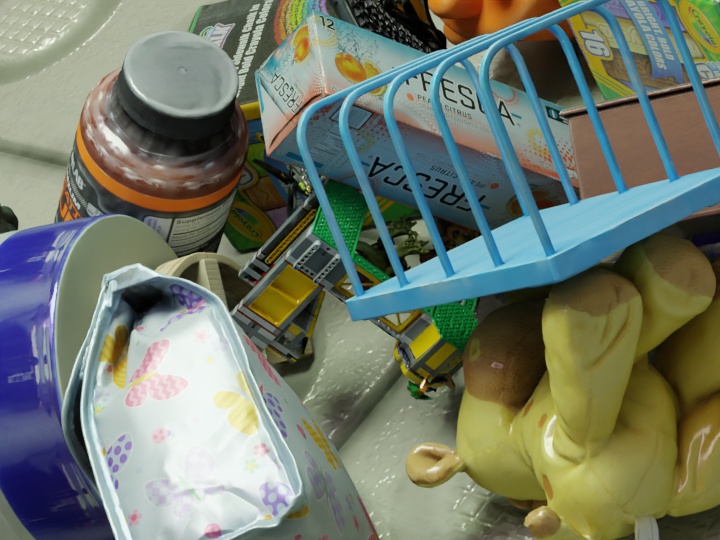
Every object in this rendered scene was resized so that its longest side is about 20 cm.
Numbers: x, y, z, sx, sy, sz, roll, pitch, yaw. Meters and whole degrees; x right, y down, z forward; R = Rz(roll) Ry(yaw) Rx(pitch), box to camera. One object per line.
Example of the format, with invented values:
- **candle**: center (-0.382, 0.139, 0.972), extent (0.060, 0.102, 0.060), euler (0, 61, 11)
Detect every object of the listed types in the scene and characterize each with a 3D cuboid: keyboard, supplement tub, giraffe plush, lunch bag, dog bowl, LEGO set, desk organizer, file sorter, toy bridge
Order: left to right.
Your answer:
- **dog bowl**: center (-0.159, 0.070, 1.595), extent (0.079, 0.200, 0.200), euler (-12, 39, 24)
- **supplement tub**: center (-0.129, -0.056, 1.683), extent (0.107, 0.200, 0.107), euler (9, 49, -10)
- **toy bridge**: center (-0.094, 0.024, 1.613), extent (0.027, 0.200, 0.067), euler (-17, 82, 28)
- **lunch bag**: center (-0.076, 0.112, 1.477), extent (0.127, 0.170, 0.200), euler (-27, 52, 6)
- **LEGO set**: center (0.000, 0.000, 1.626), extent (0.116, 0.154, 0.200), euler (-45, 26, 36)
- **keyboard**: center (0.044, -0.134, 1.678), extent (0.040, 0.200, 0.104), euler (-40, 54, 11)
- **file sorter**: center (0.077, -0.062, 1.438), extent (0.139, 0.123, 0.200), euler (-26, 7, -31)
- **giraffe plush**: center (0.116, 0.075, 1.458), extent (0.162, 0.172, 0.200), euler (12, 87, 57)
- **desk organizer**: center (0.224, -0.071, 1.560), extent (0.200, 0.072, 0.077), euler (-11, 83, 18)

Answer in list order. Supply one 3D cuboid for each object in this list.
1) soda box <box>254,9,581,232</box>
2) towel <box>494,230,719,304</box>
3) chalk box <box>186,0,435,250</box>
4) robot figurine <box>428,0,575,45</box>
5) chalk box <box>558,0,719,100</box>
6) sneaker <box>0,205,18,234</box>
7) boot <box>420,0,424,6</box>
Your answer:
- **soda box**: center (0.038, -0.080, 1.585), extent (0.064, 0.200, 0.068), euler (-43, 41, 36)
- **towel**: center (0.183, -0.011, 1.527), extent (0.200, 0.023, 0.144), euler (-10, 1, 25)
- **chalk box**: center (-0.050, -0.103, 1.795), extent (0.200, 0.124, 0.125), euler (-10, 41, 28)
- **robot figurine**: center (0.116, -0.206, 1.766), extent (0.200, 0.144, 0.117), euler (-8, 27, -44)
- **chalk box**: center (0.235, -0.163, 1.660), extent (0.124, 0.124, 0.200), euler (-44, 38, -20)
- **sneaker**: center (-0.264, -0.009, 1.822), extent (0.075, 0.200, 0.079), euler (-16, 77, -3)
- **boot**: center (0.062, -0.313, 1.901), extent (0.188, 0.200, 0.068), euler (-34, 35, -4)
